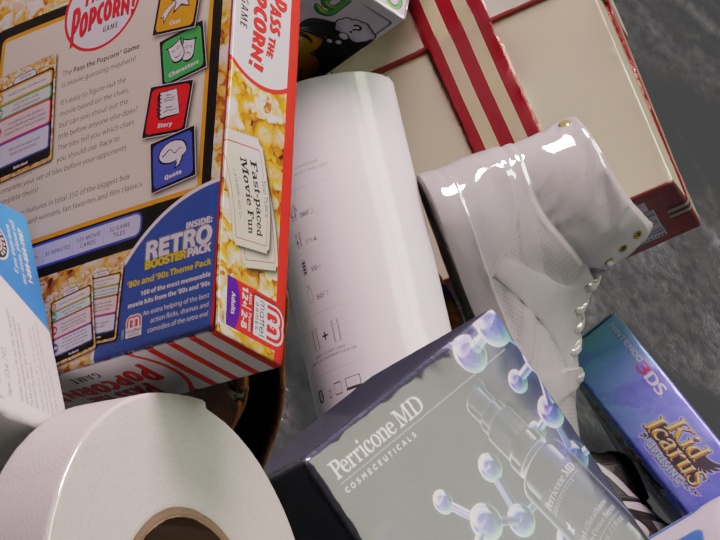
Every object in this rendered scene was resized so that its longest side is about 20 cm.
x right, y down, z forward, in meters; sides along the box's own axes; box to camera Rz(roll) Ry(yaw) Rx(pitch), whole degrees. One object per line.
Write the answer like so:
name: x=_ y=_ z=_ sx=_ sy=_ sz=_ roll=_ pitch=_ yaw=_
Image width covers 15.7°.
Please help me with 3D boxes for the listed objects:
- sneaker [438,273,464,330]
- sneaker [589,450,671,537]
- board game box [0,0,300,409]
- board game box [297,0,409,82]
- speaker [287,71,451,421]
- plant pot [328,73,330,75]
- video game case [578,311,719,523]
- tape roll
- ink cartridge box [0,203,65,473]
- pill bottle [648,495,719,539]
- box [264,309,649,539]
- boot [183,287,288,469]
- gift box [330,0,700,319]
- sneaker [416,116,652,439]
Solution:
sneaker: x=0.045 y=0.087 z=1.422 sx=0.088 sy=0.075 sz=0.201 roll=47 pitch=21 yaw=-65
sneaker: x=0.154 y=0.152 z=1.534 sx=0.200 sy=0.066 sz=0.091 roll=37 pitch=32 yaw=-34
board game box: x=-0.099 y=-0.042 z=1.110 sx=0.046 sy=0.151 sz=0.201 roll=30 pitch=54 yaw=-46
board game box: x=-0.089 y=-0.160 z=1.332 sx=0.199 sy=0.126 sz=0.035 roll=29 pitch=51 yaw=-27
speaker: x=0.000 y=0.000 z=1.363 sx=0.081 sy=0.081 sz=0.201 roll=15 pitch=58 yaw=-57
plant pot: x=-0.055 y=-0.080 z=1.472 sx=0.200 sy=0.027 sz=0.201 roll=43 pitch=27 yaw=-28
video game case: x=0.208 y=0.138 z=1.566 sx=0.200 sy=0.045 sz=0.181 roll=53 pitch=-2 yaw=25
tape roll: x=-0.081 y=0.149 z=1.033 sx=0.202 sy=0.037 sz=0.204 roll=29 pitch=56 yaw=-55
ink cartridge box: x=-0.209 y=0.005 z=1.008 sx=0.200 sy=0.067 sz=0.117 roll=30 pitch=35 yaw=-47
pill bottle: x=0.189 y=0.187 z=1.389 sx=0.112 sy=0.199 sz=0.113 roll=43 pitch=27 yaw=-29
box: x=0.045 y=0.148 z=1.215 sx=0.148 sy=0.107 sz=0.201 roll=-37 pitch=93 yaw=-41
boot: x=-0.072 y=-0.030 z=1.159 sx=0.068 sy=0.189 sz=0.200 roll=7 pitch=22 yaw=-19
gift box: x=0.092 y=-0.096 z=1.522 sx=0.200 sy=0.183 sz=0.188 roll=51 pitch=17 yaw=-76
sneaker: x=0.114 y=0.016 z=1.413 sx=0.074 sy=0.115 sz=0.201 roll=-125 pitch=-167 yaw=-61
